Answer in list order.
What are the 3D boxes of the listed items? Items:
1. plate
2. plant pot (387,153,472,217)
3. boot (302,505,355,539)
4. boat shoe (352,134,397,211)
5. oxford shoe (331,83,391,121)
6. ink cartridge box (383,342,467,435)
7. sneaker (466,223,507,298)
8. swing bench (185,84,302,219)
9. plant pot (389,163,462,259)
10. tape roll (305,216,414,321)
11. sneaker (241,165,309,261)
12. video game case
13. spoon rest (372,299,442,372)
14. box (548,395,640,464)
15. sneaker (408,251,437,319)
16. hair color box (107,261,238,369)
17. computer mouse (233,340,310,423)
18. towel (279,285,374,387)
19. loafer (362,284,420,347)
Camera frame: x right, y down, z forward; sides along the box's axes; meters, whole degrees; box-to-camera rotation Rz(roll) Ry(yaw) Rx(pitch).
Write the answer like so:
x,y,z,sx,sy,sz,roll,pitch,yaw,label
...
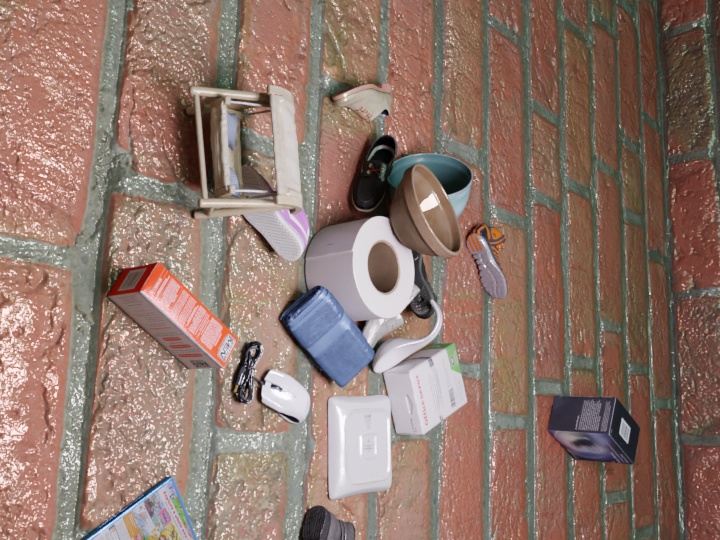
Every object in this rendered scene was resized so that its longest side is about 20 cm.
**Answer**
x,y,z,sx,sy,sz,roll,pitch,yaw,label
0.008,0.366,1.652,0.197,0.032,0.206,9,77,-48,plate
0.157,-0.161,1.807,0.200,0.196,0.137,-44,143,-43,plant pot
-0.069,0.568,1.507,0.132,0.068,0.204,46,56,-41,boot
0.030,-0.215,1.722,0.064,0.072,0.204,97,12,-53,boat shoe
0.012,-0.370,1.740,0.198,0.070,0.076,-19,101,-49,oxford shoe
0.149,0.267,1.793,0.198,0.083,0.150,-20,100,-49,ink cartridge box
0.358,-0.033,2.091,0.112,0.076,0.204,-42,115,-43,sneaker
-0.195,-0.203,1.362,0.194,0.130,0.205,-5,86,-16,swing bench
0.123,-0.107,1.609,0.201,0.091,0.204,43,32,-36,plant pot
0.000,0.000,1.616,0.200,0.137,0.209,10,77,-47,tape roll
-0.167,-0.124,1.505,0.203,0.071,0.115,58,27,-19,sneaker
-0.347,0.441,1.231,0.199,0.017,0.147,-31,107,-47,video game case
0.104,0.154,1.704,0.200,0.061,0.099,-44,154,4,spoon rest
0.686,0.468,2.310,0.200,0.195,0.125,44,56,-35,box
0.125,0.022,1.818,0.115,0.074,0.204,66,5,-68,sneaker
-0.301,0.078,1.277,0.201,0.100,0.062,51,50,-33,hair color box
-0.151,0.223,1.475,0.199,0.043,0.112,39,56,-39,computer mouse
-0.062,0.129,1.559,0.111,0.049,0.201,-38,116,-3,towel
0.061,0.101,1.698,0.202,0.069,0.070,-58,169,-19,loafer
